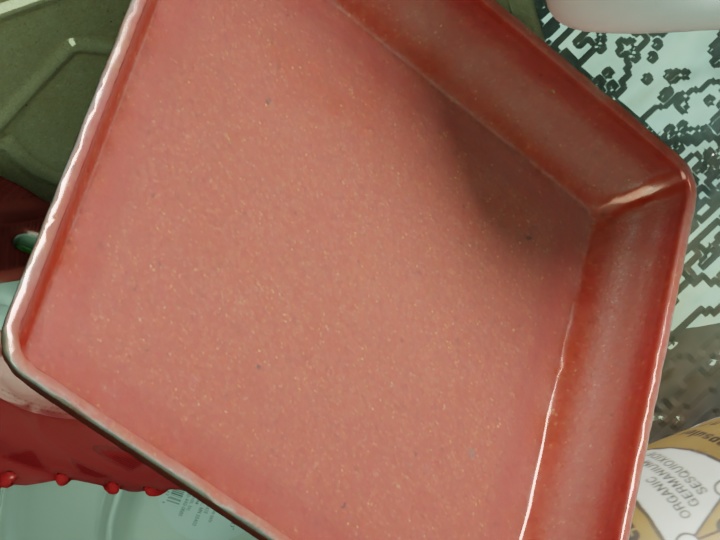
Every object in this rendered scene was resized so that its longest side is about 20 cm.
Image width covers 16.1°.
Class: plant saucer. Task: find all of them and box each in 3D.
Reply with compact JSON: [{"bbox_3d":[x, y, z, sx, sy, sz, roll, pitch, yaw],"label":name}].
[{"bbox_3d":[0.000,0.000,0.692,0.200,0.200,0.037,36,139,-26],"label":"plant saucer"}]

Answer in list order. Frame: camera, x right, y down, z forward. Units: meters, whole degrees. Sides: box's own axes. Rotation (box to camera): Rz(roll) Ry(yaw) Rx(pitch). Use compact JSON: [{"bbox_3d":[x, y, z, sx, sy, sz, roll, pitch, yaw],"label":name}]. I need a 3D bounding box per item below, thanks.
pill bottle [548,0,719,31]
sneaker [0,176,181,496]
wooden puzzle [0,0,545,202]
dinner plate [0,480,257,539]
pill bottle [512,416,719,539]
[{"bbox_3d":[0.103,-0.173,0.723,0.113,0.113,0.200,-4,100,0],"label":"pill bottle"},{"bbox_3d":[-0.090,0.042,0.765,0.200,0.078,0.116,27,129,2],"label":"sneaker"},{"bbox_3d":[-0.051,-0.097,0.750,0.185,0.046,0.200,-19,126,1],"label":"wooden puzzle"},{"bbox_3d":[-0.015,0.086,0.809,0.200,0.024,0.201,-1,108,-4],"label":"dinner plate"},{"bbox_3d":[0.064,0.122,0.755,0.200,0.114,0.115,-20,101,-19],"label":"pill bottle"}]
